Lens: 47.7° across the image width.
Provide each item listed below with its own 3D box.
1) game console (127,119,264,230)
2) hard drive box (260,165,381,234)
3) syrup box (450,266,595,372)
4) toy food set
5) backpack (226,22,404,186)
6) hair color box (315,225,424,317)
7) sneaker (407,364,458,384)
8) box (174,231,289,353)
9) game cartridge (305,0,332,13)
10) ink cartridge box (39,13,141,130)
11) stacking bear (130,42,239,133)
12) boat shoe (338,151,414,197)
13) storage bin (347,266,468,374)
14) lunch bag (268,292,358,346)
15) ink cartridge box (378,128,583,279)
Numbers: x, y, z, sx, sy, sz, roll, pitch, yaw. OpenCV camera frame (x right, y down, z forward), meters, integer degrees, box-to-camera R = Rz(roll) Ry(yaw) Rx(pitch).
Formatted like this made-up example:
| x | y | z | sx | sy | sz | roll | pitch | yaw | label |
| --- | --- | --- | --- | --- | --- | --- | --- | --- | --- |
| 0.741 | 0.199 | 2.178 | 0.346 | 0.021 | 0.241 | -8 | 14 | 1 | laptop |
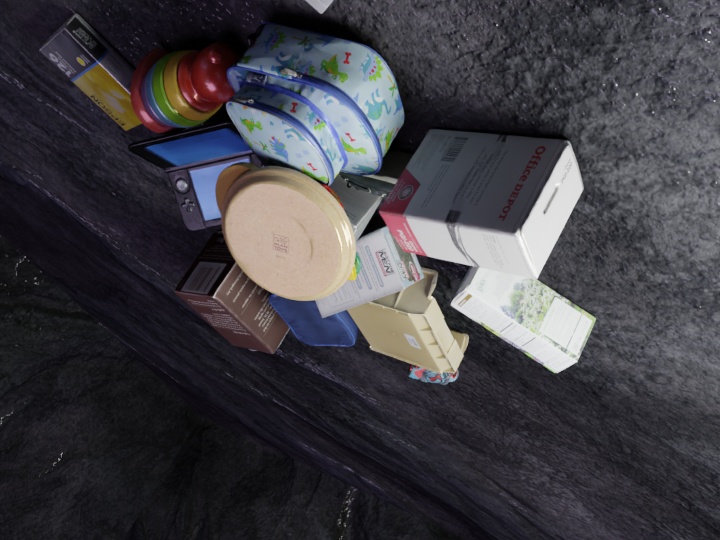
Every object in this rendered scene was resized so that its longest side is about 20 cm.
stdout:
| x | y | z | sx | sy | sz | roll | pitch | yaw | label |
| --- | --- | --- | --- | --- | --- | --- | --- | --- | --- |
| -0.236 | -0.144 | 1.285 | 0.196 | 0.117 | 0.179 | -8 | 109 | 20 | game console |
| -0.065 | -0.095 | 1.176 | 0.154 | 0.078 | 0.200 | 32 | -159 | 2 | hard drive box |
| 0.243 | 0.061 | 1.228 | 0.198 | 0.079 | 0.082 | 32 | 158 | 1 | syrup box |
| -0.095 | -0.045 | 1.055 | 0.196 | 0.049 | 0.201 | 1 | 122 | 23 | toy food set |
| -0.054 | -0.195 | 1.015 | 0.197 | 0.149 | 0.184 | 15 | 155 | 28 | backpack |
| 0.000 | 0.000 | 1.326 | 0.198 | 0.060 | 0.101 | -21 | 93 | 44 | hair color box |
| 0.155 | 0.178 | 1.606 | 0.094 | 0.081 | 0.200 | 21 | 165 | 1 | sneaker |
| -0.247 | 0.044 | 1.719 | 0.164 | 0.166 | 0.200 | 4 | 145 | 47 | box |
| -0.088 | -0.371 | 0.852 | 0.199 | 0.039 | 0.129 | 39 | 161 | -14 | game cartridge |
| -0.452 | -0.327 | 1.399 | 0.197 | 0.047 | 0.198 | 44 | 153 | -27 | ink cartridge box |
| -0.235 | -0.266 | 1.161 | 0.198 | 0.114 | 0.122 | -5 | 132 | 47 | stacking bear |
| 0.008 | -0.139 | 1.139 | 0.196 | 0.075 | 0.067 | 16 | 142 | 15 | boat shoe |
| 0.078 | 0.077 | 1.457 | 0.196 | 0.095 | 0.201 | 15 | 151 | 35 | storage bin |
| -0.069 | 0.046 | 1.540 | 0.133 | 0.134 | 0.201 | 0 | 143 | 26 | lunch bag |
| 0.145 | -0.085 | 0.972 | 0.197 | 0.147 | 0.085 | 12 | 150 | 41 | ink cartridge box |
